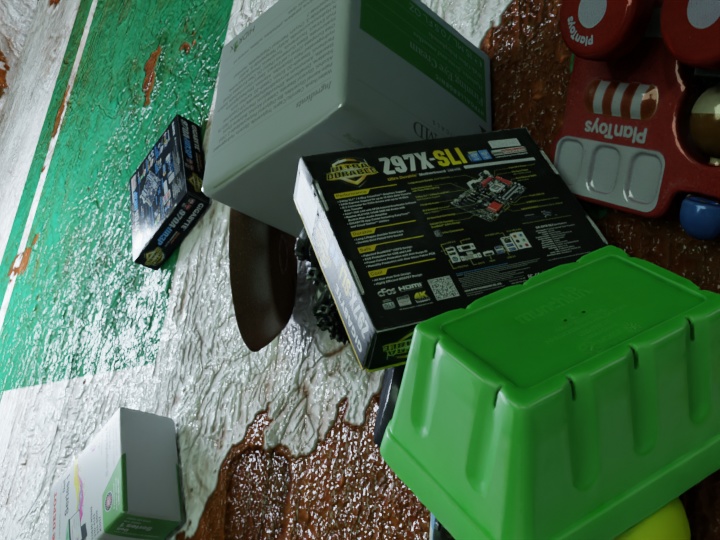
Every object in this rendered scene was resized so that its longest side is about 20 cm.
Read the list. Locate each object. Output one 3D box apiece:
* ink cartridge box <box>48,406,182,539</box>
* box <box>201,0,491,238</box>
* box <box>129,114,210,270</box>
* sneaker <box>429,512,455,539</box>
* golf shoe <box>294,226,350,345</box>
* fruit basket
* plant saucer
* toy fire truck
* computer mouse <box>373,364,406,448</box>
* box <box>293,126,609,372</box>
[{"bbox_3d":[-0.314,0.296,0.919,0.200,0.083,0.146,-46,42,26],"label":"ink cartridge box"},{"bbox_3d":[-0.009,-0.139,0.681,0.198,0.197,0.175,-20,57,42],"label":"box"},{"bbox_3d":[-0.308,-0.127,1.159,0.159,0.046,0.202,-45,43,26],"label":"box"},{"bbox_3d":[0.091,0.118,0.546,0.072,0.071,0.204,163,122,-72],"label":"sneaker"},{"bbox_3d":[0.000,0.000,0.646,0.076,0.201,0.096,15,60,12],"label":"golf shoe"},{"bbox_3d":[0.128,0.115,0.432,0.155,0.213,0.219,35,99,51],"label":"fruit basket"},{"bbox_3d":[-0.097,-0.016,0.773,0.036,0.201,0.205,0,64,6],"label":"plant saucer"},{"bbox_3d":[0.217,-0.115,0.491,0.199,0.110,0.172,29,118,53],"label":"toy fire truck"},{"bbox_3d":[0.052,0.043,0.572,0.200,0.045,0.143,-74,-1,-71],"label":"computer mouse"},{"bbox_3d":[0.068,-0.025,0.526,0.050,0.196,0.161,102,150,-48],"label":"box"}]
